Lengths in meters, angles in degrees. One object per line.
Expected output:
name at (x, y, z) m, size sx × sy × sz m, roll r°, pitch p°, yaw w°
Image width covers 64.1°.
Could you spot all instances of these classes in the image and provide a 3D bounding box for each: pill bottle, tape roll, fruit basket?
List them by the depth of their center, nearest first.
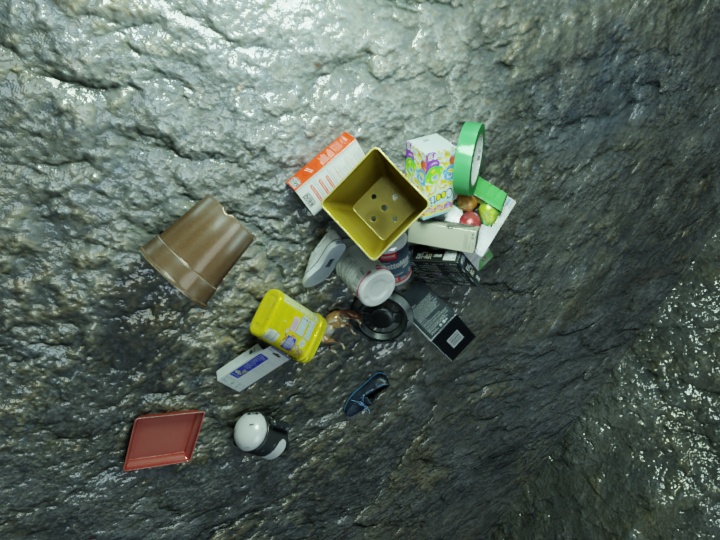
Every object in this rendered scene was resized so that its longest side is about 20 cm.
pill bottle at (0.000, 0.000, 1.596) m, size 0.113 × 0.200 × 0.114 m, roll -18°, pitch 130°, yaw -23°
tape roll at (0.305, -0.312, 1.611) m, size 0.200 × 0.048 × 0.202 m, roll 13°, pitch 90°, yaw -72°
pill bottle at (0.080, -0.063, 1.665) m, size 0.119 × 0.120 × 0.201 m, roll -27°, pitch 133°, yaw -16°
fruit basket at (0.340, -0.172, 1.735) m, size 0.201 × 0.184 × 0.094 m, roll -58°, pitch 174°, yaw 3°

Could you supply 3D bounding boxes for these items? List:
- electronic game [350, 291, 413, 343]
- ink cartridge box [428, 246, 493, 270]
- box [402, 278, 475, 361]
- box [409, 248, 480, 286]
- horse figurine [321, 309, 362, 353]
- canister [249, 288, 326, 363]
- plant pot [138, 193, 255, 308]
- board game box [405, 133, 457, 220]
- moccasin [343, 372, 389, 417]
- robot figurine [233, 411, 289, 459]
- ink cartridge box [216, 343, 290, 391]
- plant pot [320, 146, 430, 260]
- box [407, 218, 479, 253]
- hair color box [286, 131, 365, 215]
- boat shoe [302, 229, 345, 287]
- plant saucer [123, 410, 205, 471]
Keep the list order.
electronic game at (0.067, 0.145, 1.802) m, size 0.198 × 0.042 × 0.202 m, roll 3°, pitch 118°, yaw 5°
ink cartridge box at (0.323, -0.067, 1.857) m, size 0.145 × 0.084 × 0.200 m, roll -44°, pitch 135°, yaw 0°
box at (0.246, 0.164, 1.882) m, size 0.124 × 0.197 × 0.200 m, roll -46°, pitch 140°, yaw 0°
box at (0.250, -0.009, 1.773) m, size 0.160 × 0.199 × 0.044 m, roll 40°, pitch 62°, yaw -44°
horse figurine at (-0.081, 0.183, 1.770) m, size 0.132 × 0.050 × 0.200 m, roll 32°, pitch 109°, yaw -24°
canister at (-0.203, 0.157, 1.627) m, size 0.200 × 0.086 × 0.149 m, roll 39°, pitch 69°, yaw -43°
plant pot at (-0.361, -0.053, 1.321) m, size 0.198 × 0.200 × 0.200 m, roll -46°, pitch 136°, yaw -7°
board game box at (0.194, -0.262, 1.610) m, size 0.104 × 0.103 × 0.201 m, roll -19°, pitch 130°, yaw -23°
moccasin at (0.021, 0.447, 2.030) m, size 0.200 × 0.068 × 0.080 m, roll -50°, pitch 135°, yaw 7°
robot figurine at (-0.309, 0.521, 1.816) m, size 0.200 × 0.124 × 0.151 m, roll 40°, pitch 77°, yaw -45°
ink cartridge box at (-0.308, 0.272, 1.657) m, size 0.199 × 0.039 × 0.099 m, roll -32°, pitch 136°, yaw 13°
plant pot at (0.049, -0.165, 1.478) m, size 0.200 × 0.200 × 0.176 m, roll -44°, pitch 175°, yaw 9°
box at (0.243, -0.107, 1.685) m, size 0.082 × 0.198 × 0.069 m, roll -41°, pitch 140°, yaw -66°
hair color box at (-0.079, -0.245, 1.460) m, size 0.200 × 0.061 × 0.102 m, roll -41°, pitch 135°, yaw -5°
boat shoe at (-0.107, -0.032, 1.594) m, size 0.073 × 0.066 × 0.200 m, roll 1°, pitch 141°, yaw -44°
plant saucer at (-0.570, 0.482, 1.662) m, size 0.199 × 0.037 × 0.201 m, roll 4°, pitch 119°, yaw -36°
